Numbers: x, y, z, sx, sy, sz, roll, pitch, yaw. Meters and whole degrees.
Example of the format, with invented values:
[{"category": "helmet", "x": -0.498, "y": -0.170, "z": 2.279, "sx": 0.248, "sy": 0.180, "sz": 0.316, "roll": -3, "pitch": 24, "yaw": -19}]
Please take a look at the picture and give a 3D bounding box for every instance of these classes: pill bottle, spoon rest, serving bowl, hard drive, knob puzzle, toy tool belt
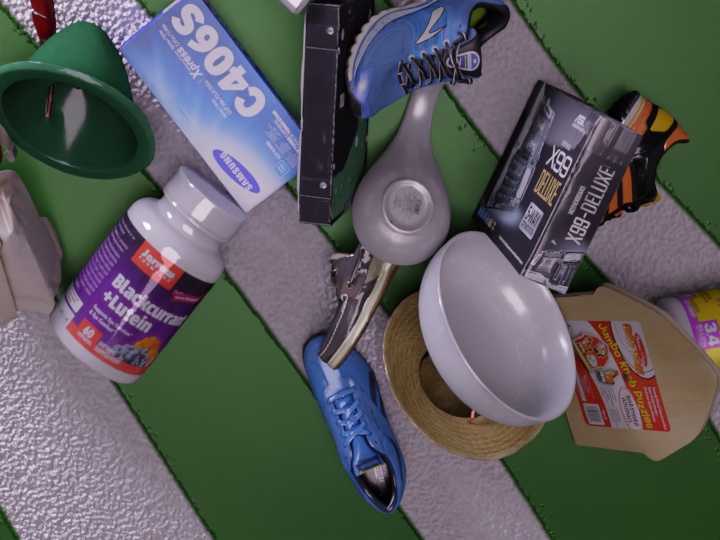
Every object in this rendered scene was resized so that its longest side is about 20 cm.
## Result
[{"category": "pill bottle", "x": 0.410, "y": 0.064, "z": 1.354, "sx": 0.197, "sy": 0.104, "sz": 0.106, "roll": -10, "pitch": 107, "yaw": -4}, {"category": "spoon rest", "x": 0.052, "y": -0.104, "z": 1.279, "sx": 0.098, "sy": 0.061, "sz": 0.202, "roll": 15, "pitch": 83, "yaw": -8}, {"category": "serving bowl", "x": 0.124, "y": 0.065, "z": 1.285, "sx": 0.200, "sy": 0.201, "sz": 0.066, "roll": 46, "pitch": 129, "yaw": -15}, {"category": "pill bottle", "x": -0.203, "y": 0.001, "z": 1.278, "sx": 0.111, "sy": 0.112, "sz": 0.201, "roll": 37, "pitch": 100, "yaw": -14}, {"category": "hard drive", "x": -0.023, "y": -0.156, "z": 1.233, "sx": 0.037, "sy": 0.140, "sz": 0.202, "roll": 6, "pitch": 109, "yaw": 13}, {"category": "knob puzzle", "x": 0.282, "y": 0.100, "z": 1.333, "sx": 0.030, "sy": 0.218, "sz": 0.222, "roll": -32, "pitch": 111, "yaw": -39}, {"category": "toy tool belt", "x": -0.372, "y": -0.038, "z": 1.242, "sx": 0.121, "sy": 0.125, "sz": 0.202, "roll": -14, "pitch": 124, "yaw": 7}]

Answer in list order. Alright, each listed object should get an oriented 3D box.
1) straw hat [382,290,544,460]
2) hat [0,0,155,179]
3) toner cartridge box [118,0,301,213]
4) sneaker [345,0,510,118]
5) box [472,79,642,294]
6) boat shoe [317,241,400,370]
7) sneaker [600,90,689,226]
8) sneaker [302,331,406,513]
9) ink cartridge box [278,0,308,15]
[{"category": "straw hat", "x": 0.092, "y": 0.120, "z": 1.346, "sx": 0.200, "sy": 0.202, "sz": 0.085, "roll": 29, "pitch": 142, "yaw": -12}, {"category": "hat", "x": -0.257, "y": -0.215, "z": 1.253, "sx": 0.164, "sy": 0.178, "sz": 0.201, "roll": 7, "pitch": 151, "yaw": 10}, {"category": "toner cartridge box", "x": -0.135, "y": -0.165, "z": 1.273, "sx": 0.095, "sy": 0.043, "sz": 0.201, "roll": -36, "pitch": 106, "yaw": 7}, {"category": "sneaker", "x": 0.064, "y": -0.206, "z": 1.211, "sx": 0.200, "sy": 0.089, "sz": 0.079, "roll": -43, "pitch": 147, "yaw": -24}, {"category": "box", "x": 0.181, "y": -0.085, "z": 1.242, "sx": 0.049, "sy": 0.200, "sz": 0.159, "roll": 21, "pitch": 104, "yaw": -14}, {"category": "boat shoe", "x": 0.000, "y": 0.000, "z": 1.320, "sx": 0.066, "sy": 0.072, "sz": 0.202, "roll": 28, "pitch": 93, "yaw": -1}, {"category": "sneaker", "x": 0.254, "y": -0.075, "z": 1.319, "sx": 0.089, "sy": 0.070, "sz": 0.201, "roll": 29, "pitch": 99, "yaw": -9}, {"category": "sneaker", "x": -0.002, "y": 0.159, "z": 1.360, "sx": 0.065, "sy": 0.079, "sz": 0.202, "roll": -22, "pitch": 105, "yaw": 3}, {"category": "ink cartridge box", "x": -0.108, "y": -0.332, "z": 1.175, "sx": 0.200, "sy": 0.145, "sz": 0.084, "roll": 41, "pitch": 98, "yaw": -14}]
